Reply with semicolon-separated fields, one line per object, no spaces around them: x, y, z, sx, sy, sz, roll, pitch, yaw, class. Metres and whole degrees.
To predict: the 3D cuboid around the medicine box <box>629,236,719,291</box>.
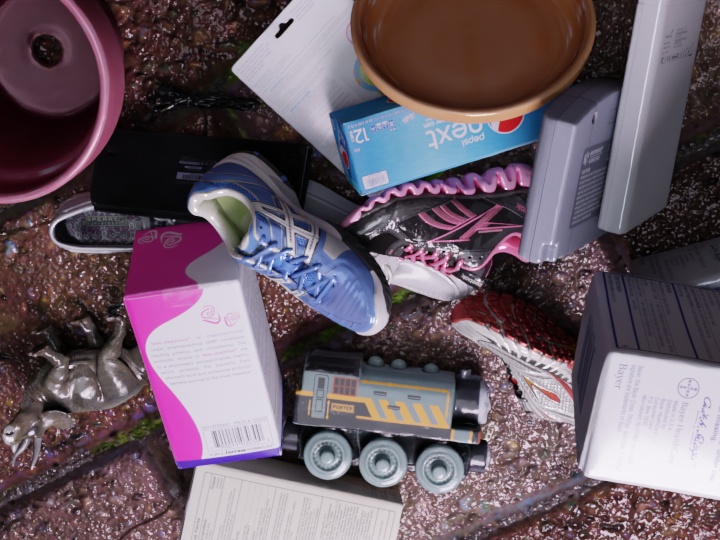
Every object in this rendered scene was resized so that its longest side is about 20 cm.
0.356;0.063;1.166;0.198;0.103;0.183;-15;105;11;medicine box

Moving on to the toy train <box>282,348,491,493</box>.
0.025;0.138;1.240;0.198;0.085;0.115;6;99;4;toy train

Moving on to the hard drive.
0.243;-0.141;1.100;0.027;0.132;0.202;15;110;25;hard drive

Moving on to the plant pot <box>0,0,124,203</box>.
-0.283;-0.173;1.118;0.198;0.179;0.202;2;108;6;plant pot

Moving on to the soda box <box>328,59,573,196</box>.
0.080;-0.127;1.121;0.198;0.068;0.065;-17;107;-7;soda box

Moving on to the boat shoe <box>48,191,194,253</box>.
-0.185;-0.047;1.206;0.198;0.069;0.073;2;108;6;boat shoe

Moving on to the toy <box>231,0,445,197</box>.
-0.001;-0.152;1.165;0.200;0.047;0.115;42;101;-13;toy

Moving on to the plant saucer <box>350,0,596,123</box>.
0.091;-0.195;1.089;0.198;0.202;0.038;3;148;5;plant saucer

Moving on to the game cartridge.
0.188;-0.089;1.092;0.040;0.200;0.134;21;111;24;game cartridge

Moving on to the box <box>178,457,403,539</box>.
-0.066;0.235;1.261;0.198;0.078;0.096;14;94;-3;box

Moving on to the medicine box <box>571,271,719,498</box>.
0.272;0.090;1.026;0.198;0.182;0.104;10;109;4;medicine box

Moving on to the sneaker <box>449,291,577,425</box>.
0.159;0.093;1.200;0.199;0.078;0.082;34;115;-17;sneaker

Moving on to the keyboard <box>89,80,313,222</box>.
-0.139;-0.103;1.177;0.198;0.021;0.128;6;76;11;keyboard

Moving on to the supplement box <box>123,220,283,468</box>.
-0.135;0.065;1.186;0.100;0.104;0.201;-8;127;3;supplement box

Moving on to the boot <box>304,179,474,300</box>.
0.000;0.000;1.178;0.199;0.096;0.074;24;146;4;boot

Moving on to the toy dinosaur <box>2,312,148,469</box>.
-0.255;0.096;1.266;0.199;0.077;0.103;-23;114;-15;toy dinosaur

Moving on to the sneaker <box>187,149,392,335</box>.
-0.060;-0.013;1.087;0.200;0.077;0.076;39;126;14;sneaker

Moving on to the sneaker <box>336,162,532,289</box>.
0.073;-0.028;1.135;0.198;0.079;0.096;-12;79;-18;sneaker
